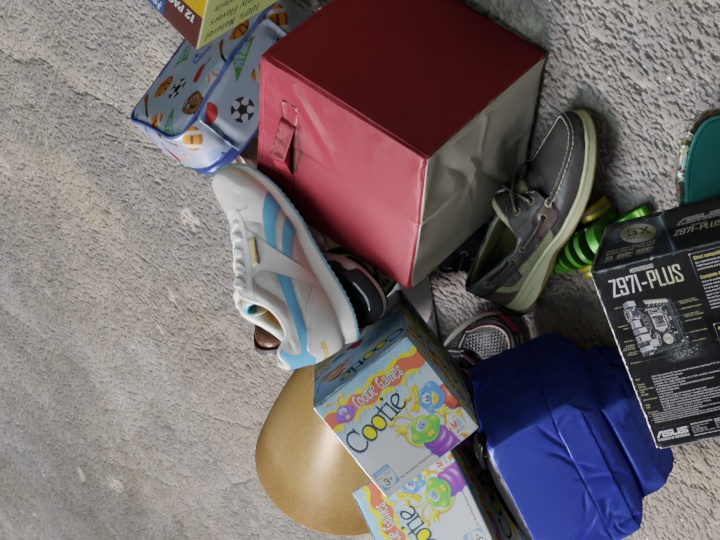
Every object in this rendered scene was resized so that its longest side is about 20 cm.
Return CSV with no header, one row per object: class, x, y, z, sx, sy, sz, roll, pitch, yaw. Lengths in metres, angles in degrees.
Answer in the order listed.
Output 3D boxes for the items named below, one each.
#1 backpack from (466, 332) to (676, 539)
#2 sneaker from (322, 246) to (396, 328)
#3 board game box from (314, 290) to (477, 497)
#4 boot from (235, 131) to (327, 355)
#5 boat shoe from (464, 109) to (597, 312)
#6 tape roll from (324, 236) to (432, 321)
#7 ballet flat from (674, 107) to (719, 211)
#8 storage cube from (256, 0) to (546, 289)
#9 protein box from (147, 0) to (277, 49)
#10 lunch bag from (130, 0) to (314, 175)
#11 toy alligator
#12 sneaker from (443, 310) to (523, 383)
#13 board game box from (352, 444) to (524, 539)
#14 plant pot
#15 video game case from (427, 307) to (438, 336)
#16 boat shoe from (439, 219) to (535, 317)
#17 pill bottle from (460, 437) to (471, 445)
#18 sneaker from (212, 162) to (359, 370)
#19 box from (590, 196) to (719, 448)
backpack,0.189,0.153,1.729,0.200,0.167,0.163,-110,-2,-70
sneaker,0.000,0.000,1.711,0.072,0.082,0.200,64,169,-11
board game box,0.029,0.106,1.681,0.103,0.105,0.200,51,-174,-9
boot,-0.089,-0.045,1.794,0.064,0.187,0.201,-7,122,15
boat shoe,0.145,-0.050,1.623,0.072,0.066,0.202,-109,31,-49
tape roll,0.001,-0.027,1.856,0.203,0.037,0.203,52,160,28
ballet flat,0.288,-0.039,1.495,0.064,0.075,0.201,-110,4,-69
storage cube,0.032,-0.126,1.638,0.179,0.200,0.172,33,144,22
protein box,-0.098,-0.336,1.603,0.135,0.198,0.200,45,149,16
lunch bag,-0.127,-0.193,1.790,0.075,0.200,0.160,40,175,-28
toy alligator,0.185,-0.018,1.666,0.060,0.054,0.200,57,150,-5
sneaker,0.085,0.126,1.844,0.081,0.200,0.075,42,-170,7
board game box,0.087,0.232,1.771,0.105,0.103,0.200,64,-166,14
plant pot,-0.007,0.148,1.980,0.186,0.186,0.201,42,144,21
video game case,0.018,0.001,1.955,0.143,0.018,0.201,25,139,40
boat shoe,0.089,-0.031,1.774,0.200,0.066,0.074,59,152,-7
pill bottle,0.146,0.235,1.917,0.200,0.112,0.113,43,148,18
sneaker,-0.082,-0.007,1.643,0.201,0.080,0.077,57,165,19
box,0.298,0.030,1.436,0.199,0.086,0.165,-15,112,24
